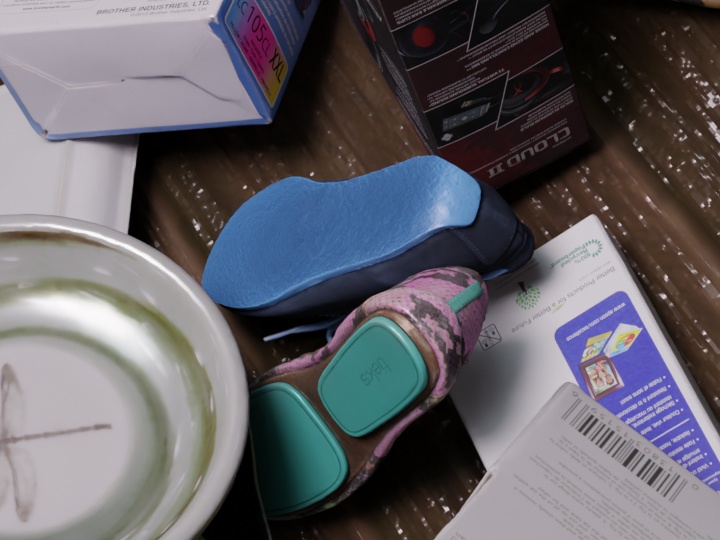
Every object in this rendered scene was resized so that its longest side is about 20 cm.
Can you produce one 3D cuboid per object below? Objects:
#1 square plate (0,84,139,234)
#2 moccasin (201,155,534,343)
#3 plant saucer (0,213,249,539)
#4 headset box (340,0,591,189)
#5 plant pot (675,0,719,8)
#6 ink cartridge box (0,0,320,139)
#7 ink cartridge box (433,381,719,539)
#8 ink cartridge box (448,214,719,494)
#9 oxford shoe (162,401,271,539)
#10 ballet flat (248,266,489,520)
[{"bbox_3d":[-0.205,-0.026,1.381,0.199,0.028,0.199,-17,41,17],"label":"square plate"},{"bbox_3d":[0.000,0.000,1.264,0.200,0.068,0.081,-4,62,56],"label":"moccasin"},{"bbox_3d":[-0.148,0.069,1.198,0.199,0.050,0.201,1,57,-2],"label":"plant saucer"},{"bbox_3d":[0.030,-0.136,1.253,0.075,0.200,0.149,-28,57,-1],"label":"headset box"},{"bbox_3d":[0.153,-0.226,1.241,0.200,0.200,0.183,14,80,30],"label":"plant pot"},{"bbox_3d":[-0.086,-0.163,1.375,0.136,0.076,0.201,-2,48,25],"label":"ink cartridge box"},{"bbox_3d":[0.120,0.147,1.050,0.200,0.174,0.044,37,123,8],"label":"ink cartridge box"},{"bbox_3d":[0.107,0.080,1.205,0.099,0.039,0.200,-31,55,9],"label":"ink cartridge box"},{"bbox_3d":[-0.075,0.149,1.216,0.075,0.070,0.201,-21,71,49],"label":"oxford shoe"},{"bbox_3d":[-0.001,0.055,1.232,0.069,0.071,0.200,54,141,6],"label":"ballet flat"}]
